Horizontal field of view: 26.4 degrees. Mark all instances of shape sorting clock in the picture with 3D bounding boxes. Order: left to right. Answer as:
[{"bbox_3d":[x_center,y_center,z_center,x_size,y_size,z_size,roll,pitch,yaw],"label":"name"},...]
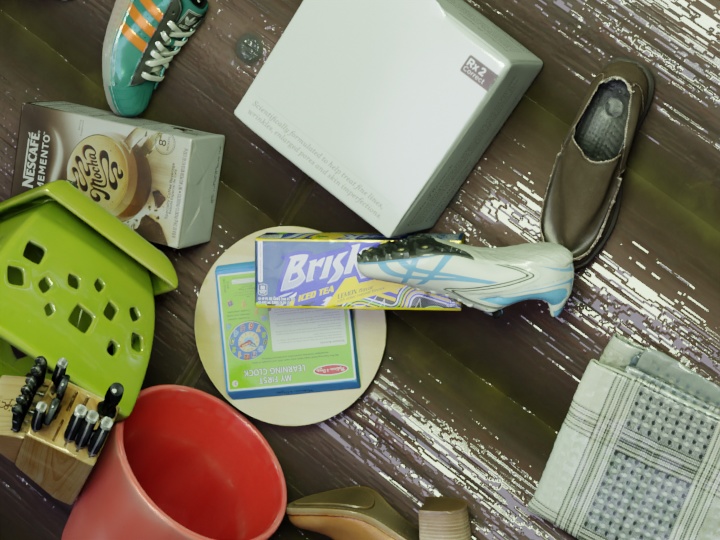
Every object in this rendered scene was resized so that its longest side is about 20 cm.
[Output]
[{"bbox_3d":[-0.070,0.056,1.539,0.199,0.039,0.201,0,89,13],"label":"shape sorting clock"}]

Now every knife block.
[{"bbox_3d":[-0.259,0.153,1.423,0.175,0.200,0.064,4,57,33],"label":"knife block"}]

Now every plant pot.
[{"bbox_3d":[-0.311,0.031,1.509,0.199,0.182,0.199,39,150,-27],"label":"plant pot"},{"bbox_3d":[-0.199,0.245,1.541,0.200,0.200,0.178,45,121,11],"label":"plant pot"}]

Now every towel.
[{"bbox_3d":[0.275,0.182,1.423,0.192,0.035,0.201,27,104,17],"label":"towel"}]

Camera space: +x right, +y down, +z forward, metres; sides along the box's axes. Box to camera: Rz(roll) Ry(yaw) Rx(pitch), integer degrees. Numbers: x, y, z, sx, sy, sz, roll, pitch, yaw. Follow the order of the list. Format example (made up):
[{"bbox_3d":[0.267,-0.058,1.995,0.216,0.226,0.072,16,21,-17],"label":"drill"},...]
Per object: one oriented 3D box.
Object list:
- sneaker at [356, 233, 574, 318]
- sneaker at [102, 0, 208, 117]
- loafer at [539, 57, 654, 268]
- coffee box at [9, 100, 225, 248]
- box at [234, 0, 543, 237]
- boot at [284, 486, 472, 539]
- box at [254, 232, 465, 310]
[{"bbox_3d":[0.094,0.008,1.394,0.199,0.072,0.073,4,105,3],"label":"sneaker"},{"bbox_3d":[-0.201,-0.247,1.537,0.079,0.071,0.201,16,99,22],"label":"sneaker"},{"bbox_3d":[0.206,-0.098,1.397,0.073,0.071,0.201,19,103,18],"label":"loafer"},{"bbox_3d":[-0.250,-0.101,1.569,0.199,0.080,0.114,13,101,19],"label":"coffee box"},{"bbox_3d":[0.027,-0.170,1.427,0.199,0.131,0.200,39,108,13],"label":"box"},{"bbox_3d":[0.019,0.300,1.524,0.199,0.077,0.156,1,101,14],"label":"boot"},{"bbox_3d":[0.000,0.000,1.469,0.199,0.064,0.071,1,96,7],"label":"box"}]
